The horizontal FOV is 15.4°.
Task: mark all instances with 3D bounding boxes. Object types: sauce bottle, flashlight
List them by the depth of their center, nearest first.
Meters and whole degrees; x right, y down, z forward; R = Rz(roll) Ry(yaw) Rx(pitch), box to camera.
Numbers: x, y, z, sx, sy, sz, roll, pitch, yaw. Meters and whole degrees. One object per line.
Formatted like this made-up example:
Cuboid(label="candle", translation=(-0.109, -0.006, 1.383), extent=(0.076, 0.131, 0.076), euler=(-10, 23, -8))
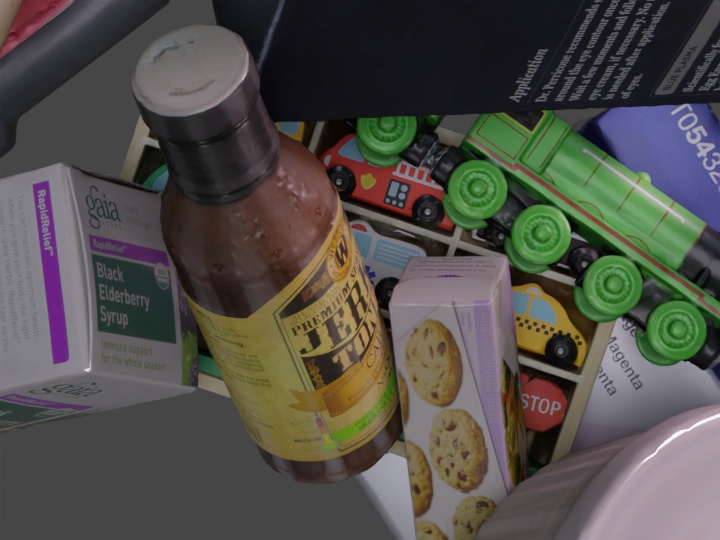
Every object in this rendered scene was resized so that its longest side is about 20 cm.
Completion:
Cuboid(label="sauce bottle", translation=(-0.033, -0.003, 0.926), extent=(0.064, 0.200, 0.065), euler=(-8, 52, 11))
Cuboid(label="flashlight", translation=(-0.118, -0.111, 1.038), extent=(0.200, 0.068, 0.068), euler=(-35, 133, 8))

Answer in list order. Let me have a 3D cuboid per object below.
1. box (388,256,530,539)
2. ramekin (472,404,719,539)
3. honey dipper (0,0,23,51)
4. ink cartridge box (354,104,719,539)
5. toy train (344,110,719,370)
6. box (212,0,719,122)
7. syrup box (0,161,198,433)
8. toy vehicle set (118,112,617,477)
Cuboid(label="box", translation=(0.043, 0.091, 1.001), extent=(0.041, 0.039, 0.201), euler=(1, 117, 14))
Cuboid(label="ramekin", translation=(0.114, 0.150, 0.953), extent=(0.201, 0.094, 0.204), euler=(3, 85, -34))
Cuboid(label="honey dipper", translation=(-0.124, -0.103, 0.963), extent=(0.038, 0.038, 0.201), euler=(21, 84, 0))
Cuboid(label="ink cartridge box", translation=(0.096, 0.052, 1.063), extent=(0.200, 0.043, 0.197), euler=(-33, 93, 6))
Cuboid(label="toy train", translation=(0.060, -0.036, 0.993), extent=(0.200, 0.042, 0.057), euler=(35, 84, 2))
Cuboid(label="box", translation=(0.043, -0.167, 0.940), extent=(0.199, 0.118, 0.198), euler=(-3, 63, -17))
Cuboid(label="syrup box", translation=(-0.167, 0.023, 1.009), extent=(0.199, 0.079, 0.082), euler=(-12, 79, 25))
Cuboid(label="toy vehicle set", translation=(0.000, 0.000, 1.031), extent=(0.199, 0.027, 0.125), euler=(18, 94, 3))
